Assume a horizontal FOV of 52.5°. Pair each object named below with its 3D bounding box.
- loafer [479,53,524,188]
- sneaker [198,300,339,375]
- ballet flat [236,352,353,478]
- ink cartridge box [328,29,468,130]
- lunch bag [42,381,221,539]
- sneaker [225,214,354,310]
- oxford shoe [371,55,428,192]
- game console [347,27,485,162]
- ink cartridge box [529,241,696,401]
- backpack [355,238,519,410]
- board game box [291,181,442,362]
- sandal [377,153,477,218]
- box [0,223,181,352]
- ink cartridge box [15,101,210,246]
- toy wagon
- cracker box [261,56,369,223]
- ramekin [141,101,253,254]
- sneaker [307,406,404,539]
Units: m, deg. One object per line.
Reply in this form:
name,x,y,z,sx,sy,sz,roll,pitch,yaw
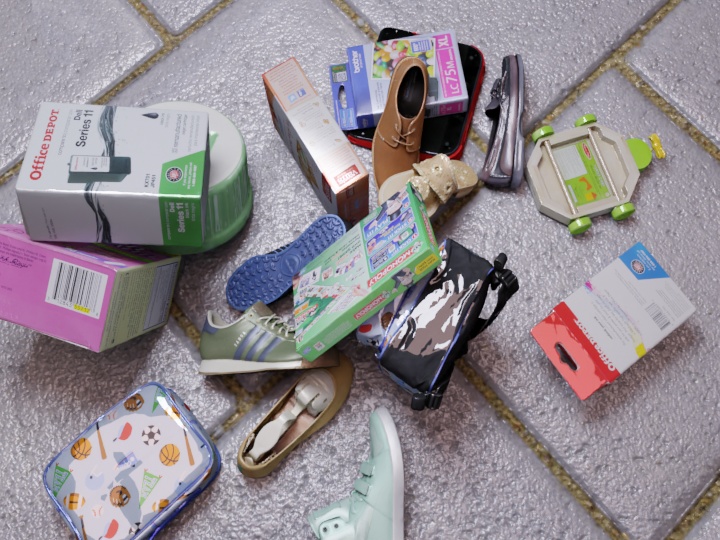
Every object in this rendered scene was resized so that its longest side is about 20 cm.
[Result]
loafer,0.204,-0.219,1.054,0.061,0.072,0.206,2,75,5
sneaker,-0.122,0.084,0.934,0.194,0.067,0.093,-6,81,19
ballet flat,-0.080,0.183,0.930,0.068,0.063,0.201,38,76,14
ink cartridge box,0.052,-0.276,1.064,0.194,0.042,0.123,-10,69,4
lunch bag,-0.280,0.253,0.905,0.199,0.076,0.161,-40,79,-12
sneaker,-0.089,-0.004,0.992,0.197,0.078,0.072,-30,75,14
oxford shoe,0.054,-0.188,1.004,0.069,0.072,0.206,6,107,-4
game console,0.087,-0.260,1.091,0.172,0.031,0.205,14,72,11
ink cartridge box,0.322,0.073,0.960,0.198,0.067,0.117,-35,75,-10
backpack,0.081,0.065,0.901,0.152,0.191,0.202,33,79,16
board game box,0.000,0.000,0.857,0.198,0.029,0.136,-37,34,20
sandal,0.101,-0.127,0.964,0.078,0.070,0.210,46,40,16
box,-0.344,0.011,0.905,0.171,0.200,0.100,17,97,6
ink cartridge box,-0.274,-0.111,0.838,0.193,0.084,0.150,1,51,-9
toy wagon,0.337,-0.144,1.044,0.194,0.040,0.159,-16,73,-6
cracker box,-0.059,-0.169,1.003,0.057,0.134,0.203,-30,74,-9
ramekin,-0.240,-0.132,0.978,0.193,0.099,0.204,5,52,-7
sneaker,-0.007,0.271,0.893,0.114,0.074,0.207,1,75,-6
